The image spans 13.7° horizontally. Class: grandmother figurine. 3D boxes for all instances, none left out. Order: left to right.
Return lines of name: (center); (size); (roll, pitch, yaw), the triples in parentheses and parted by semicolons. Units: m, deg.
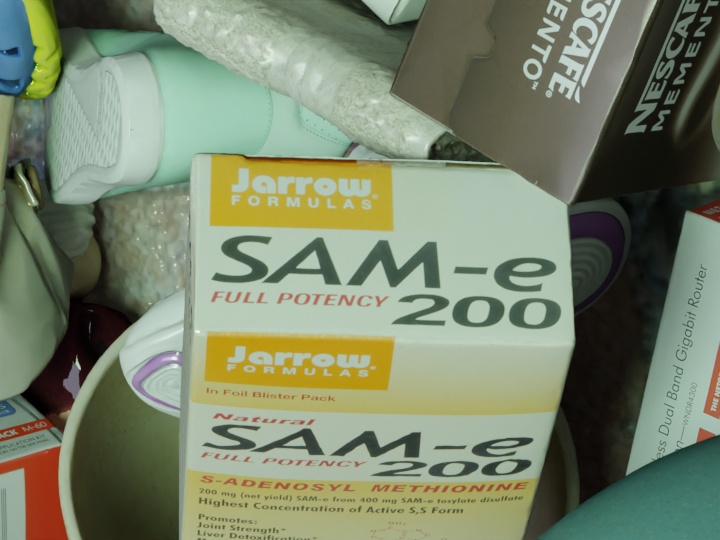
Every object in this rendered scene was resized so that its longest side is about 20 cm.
grandmother figurine: (-0.125, 0.059, 1.336); (0.121, 0.061, 0.201); (-10, 92, 30)

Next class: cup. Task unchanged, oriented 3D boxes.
cup: (-0.020, 0.119, 1.205); (0.200, 0.200, 0.143); (39, 149, 23)

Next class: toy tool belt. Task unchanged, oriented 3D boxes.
toy tool belt: (-0.225, -0.005, 1.252); (0.199, 0.125, 0.123); (-14, 120, 4)

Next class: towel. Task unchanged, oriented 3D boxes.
towel: (0.025, -0.070, 1.101); (0.132, 0.200, 0.035); (29, 107, 28)

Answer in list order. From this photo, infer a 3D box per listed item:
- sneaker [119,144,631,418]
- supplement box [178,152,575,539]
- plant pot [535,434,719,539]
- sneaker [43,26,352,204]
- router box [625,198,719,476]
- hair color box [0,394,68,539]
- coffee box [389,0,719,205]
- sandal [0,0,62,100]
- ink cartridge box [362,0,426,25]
sneaker: (0.000, 0.000, 1.162); (0.075, 0.199, 0.100); (78, 170, -45)
supplement box: (0.000, 0.044, 1.046); (0.200, 0.126, 0.074); (97, 174, -58)
plant pot: (0.149, 0.129, 1.021); (0.200, 0.200, 0.135); (34, 85, 26)
sneaker: (-0.066, -0.064, 1.252); (0.200, 0.118, 0.074); (-161, 69, -71)
router box: (0.186, 0.093, 1.115); (0.179, 0.049, 0.201); (24, 115, 30)
hair color box: (-0.222, 0.070, 1.335); (0.200, 0.111, 0.064); (34, 131, 47)
coffee box: (0.110, -0.095, 1.022); (0.080, 0.200, 0.113); (33, 113, 26)
sandal: (-0.181, -0.099, 1.266); (0.200, 0.087, 0.080); (151, 109, -67)
ink cartridge box: (0.023, -0.190, 1.115); (0.200, 0.128, 0.125); (45, 124, 20)
